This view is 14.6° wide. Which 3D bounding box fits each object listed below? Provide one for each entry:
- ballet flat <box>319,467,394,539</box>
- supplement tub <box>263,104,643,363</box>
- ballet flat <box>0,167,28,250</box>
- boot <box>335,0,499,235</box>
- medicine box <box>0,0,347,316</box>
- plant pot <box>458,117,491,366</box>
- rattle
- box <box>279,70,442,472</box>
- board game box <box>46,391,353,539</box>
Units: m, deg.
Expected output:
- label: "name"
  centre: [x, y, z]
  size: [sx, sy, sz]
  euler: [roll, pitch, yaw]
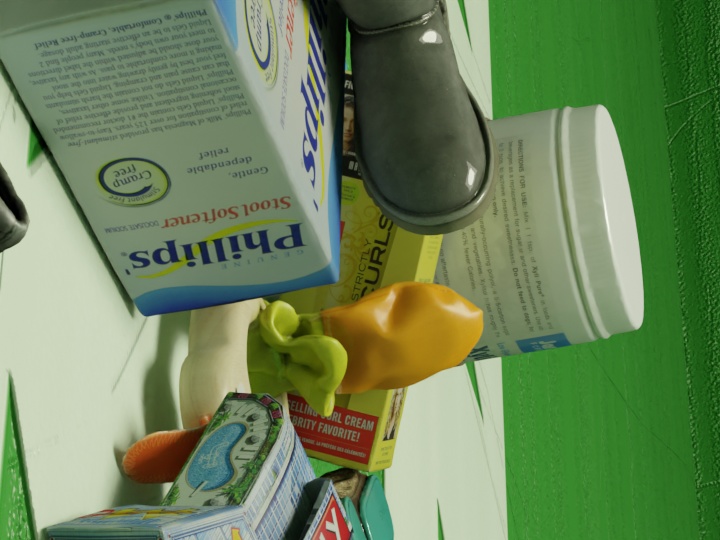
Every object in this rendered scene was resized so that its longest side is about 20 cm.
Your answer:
- label: "ballet flat"
  centre: [-0.020, 0.145, 1.435]
  size: [0.200, 0.065, 0.071]
  euler: [-16, 88, -86]
- label: "supplement tub"
  centre: [0.049, -0.013, 1.569]
  size: [0.132, 0.199, 0.133]
  euler: [-9, 90, -77]
- label: "ballet flat"
  centre: [-0.152, -0.096, 1.034]
  size: [0.066, 0.056, 0.201]
  euler: [41, 42, -72]
- label: "boot"
  centre: [0.005, -0.137, 1.291]
  size: [0.200, 0.072, 0.183]
  euler: [74, -1, -55]
- label: "medicine box"
  centre: [-0.080, -0.114, 1.294]
  size: [0.200, 0.102, 0.183]
  euler: [66, 20, -48]
- label: "plant pot"
  centre: [0.076, -0.037, 1.955]
  size: [0.201, 0.092, 0.202]
  euler: [-10, 90, -78]
- label: "rattle"
  centre: [-0.024, 0.070, 1.349]
  size: [0.200, 0.142, 0.131]
  euler: [-33, 132, -83]
- label: "box"
  centre: [0.000, 0.000, 1.483]
  size: [0.050, 0.075, 0.201]
  euler: [2, 102, -76]
- label: "board game box"
  centre: [-0.055, 0.153, 1.226]
  size: [0.200, 0.061, 0.201]
  euler: [-60, 139, -46]
